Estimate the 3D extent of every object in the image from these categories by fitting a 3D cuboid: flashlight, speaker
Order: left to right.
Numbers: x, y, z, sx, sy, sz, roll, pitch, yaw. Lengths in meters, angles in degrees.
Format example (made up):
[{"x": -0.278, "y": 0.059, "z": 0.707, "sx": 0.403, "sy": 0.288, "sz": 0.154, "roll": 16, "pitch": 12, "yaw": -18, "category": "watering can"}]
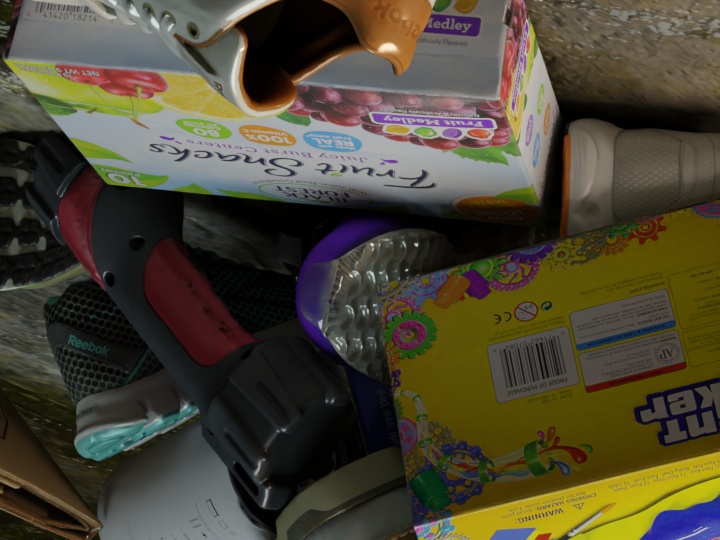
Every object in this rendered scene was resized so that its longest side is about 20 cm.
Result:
[{"x": -0.073, "y": 0.009, "z": 1.067, "sx": 0.200, "sy": 0.068, "sz": 0.068, "roll": 47, "pitch": 160, "yaw": 36, "category": "flashlight"}, {"x": -0.068, "y": 0.113, "z": 1.240, "sx": 0.081, "sy": 0.082, "sz": 0.200, "roll": 17, "pitch": 159, "yaw": -19, "category": "speaker"}]

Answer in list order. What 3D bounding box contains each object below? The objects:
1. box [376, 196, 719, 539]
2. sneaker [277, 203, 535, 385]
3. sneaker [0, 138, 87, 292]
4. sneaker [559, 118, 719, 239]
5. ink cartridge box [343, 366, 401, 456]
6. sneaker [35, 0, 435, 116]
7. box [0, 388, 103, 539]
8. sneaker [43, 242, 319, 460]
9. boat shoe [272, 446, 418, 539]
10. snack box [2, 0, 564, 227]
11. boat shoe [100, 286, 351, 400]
[{"x": 0.130, "y": 0.083, "z": 1.016, "sx": 0.199, "sy": 0.122, "sz": 0.193, "roll": -15, "pitch": 141, "yaw": 7, "category": "box"}, {"x": 0.000, "y": 0.001, "z": 1.093, "sx": 0.099, "sy": 0.070, "sz": 0.200, "roll": 15, "pitch": -169, "yaw": 22, "category": "sneaker"}, {"x": -0.171, "y": -0.020, "z": 1.233, "sx": 0.088, "sy": 0.077, "sz": 0.200, "roll": 12, "pitch": 172, "yaw": -39, "category": "sneaker"}, {"x": 0.152, "y": -0.004, "z": 1.067, "sx": 0.092, "sy": 0.076, "sz": 0.200, "roll": -1, "pitch": 161, "yaw": 21, "category": "sneaker"}, {"x": 0.036, "y": 0.116, "z": 1.175, "sx": 0.047, "sy": 0.199, "sz": 0.200, "roll": -11, "pitch": -163, "yaw": 11, "category": "ink cartridge box"}, {"x": -0.064, "y": -0.100, "z": 0.873, "sx": 0.199, "sy": 0.085, "sz": 0.073, "roll": 2, "pitch": 162, "yaw": 32, "category": "sneaker"}, {"x": -0.229, "y": 0.052, "z": 1.274, "sx": 0.200, "sy": 0.021, "sz": 0.163, "roll": 47, "pitch": -176, "yaw": 30, "category": "box"}, {"x": -0.075, "y": 0.018, "z": 1.211, "sx": 0.200, "sy": 0.092, "sz": 0.077, "roll": -24, "pitch": 175, "yaw": -46, "category": "sneaker"}, {"x": -0.006, "y": 0.140, "z": 1.081, "sx": 0.074, "sy": 0.069, "sz": 0.200, "roll": -25, "pitch": 167, "yaw": -13, "category": "boat shoe"}, {"x": -0.026, "y": -0.072, "z": 0.988, "sx": 0.199, "sy": 0.053, "sz": 0.142, "roll": 6, "pitch": 164, "yaw": 14, "category": "snack box"}, {"x": -0.085, "y": 0.049, "z": 1.376, "sx": 0.199, "sy": 0.068, "sz": 0.072, "roll": 1, "pitch": 160, "yaw": 27, "category": "boat shoe"}]
